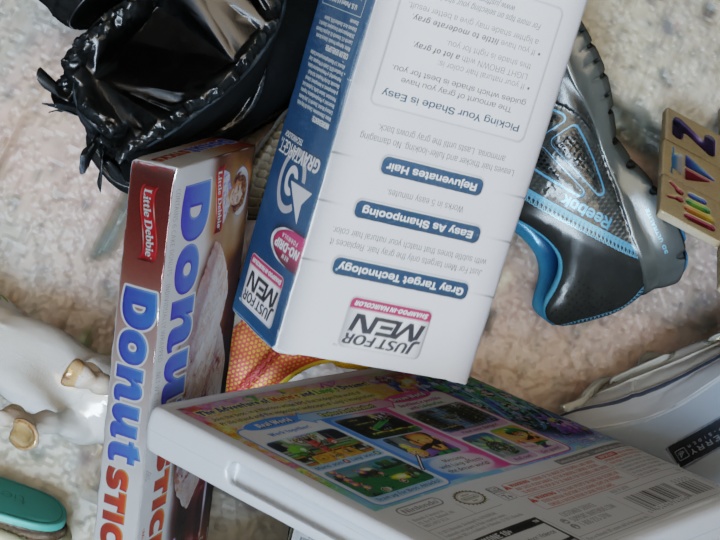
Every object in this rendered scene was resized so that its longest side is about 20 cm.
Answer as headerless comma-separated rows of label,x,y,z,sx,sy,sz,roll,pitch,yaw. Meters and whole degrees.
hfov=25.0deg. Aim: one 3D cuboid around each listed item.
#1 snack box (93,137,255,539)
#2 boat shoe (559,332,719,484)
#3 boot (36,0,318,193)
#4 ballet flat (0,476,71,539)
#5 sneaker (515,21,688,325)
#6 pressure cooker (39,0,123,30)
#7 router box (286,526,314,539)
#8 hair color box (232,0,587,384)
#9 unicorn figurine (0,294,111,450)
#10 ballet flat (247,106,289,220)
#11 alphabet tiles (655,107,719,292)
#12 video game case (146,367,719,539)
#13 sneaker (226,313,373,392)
snack box,-0.082,0.045,0.704,0.024,0.072,0.201,14,107,21
boat shoe,0.150,0.072,0.809,0.201,0.086,0.075,-32,99,21
boot,-0.054,-0.108,0.733,0.198,0.162,0.073,-38,88,-9
ballet flat,-0.234,0.106,0.756,0.199,0.069,0.070,27,85,-8
sneaker,0.086,-0.068,0.801,0.082,0.073,0.201,-28,91,-4
pressure cooker,-0.110,-0.230,0.724,0.178,0.176,0.201,-27,92,25
router box,0.078,0.130,0.717,0.199,0.149,0.051,18,106,10
hair color box,0.022,-0.060,0.697,0.099,0.060,0.201,12,101,-27
unicorn figurine,-0.143,0.056,0.747,0.200,0.137,0.074,43,93,9
ballet flat,0.016,-0.089,0.767,0.200,0.067,0.046,-44,84,14
alphabet tiles,0.232,-0.008,0.793,0.199,0.167,0.006,27,125,-7
video game case,0.041,0.086,0.687,0.181,0.199,0.024,22,106,35
sneaker,0.000,0.000,0.786,0.200,0.073,0.077,-42,98,9
